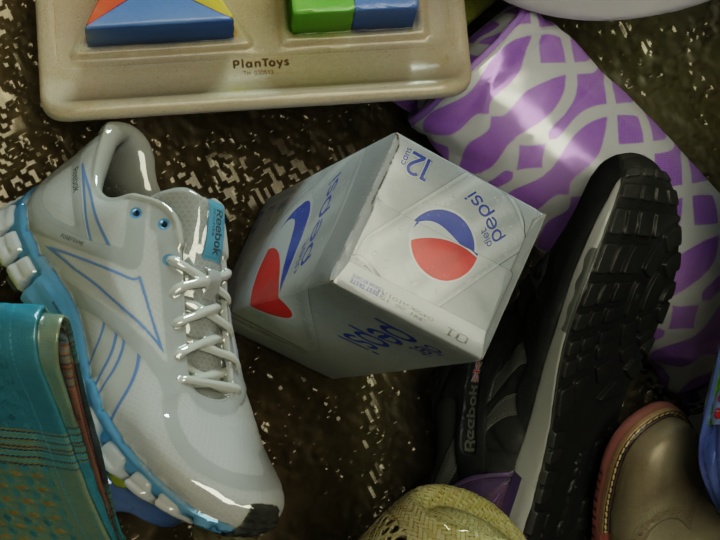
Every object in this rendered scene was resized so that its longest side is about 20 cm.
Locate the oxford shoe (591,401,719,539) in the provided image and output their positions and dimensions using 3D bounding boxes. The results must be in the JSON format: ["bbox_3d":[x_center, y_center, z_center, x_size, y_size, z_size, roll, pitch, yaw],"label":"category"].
[{"bbox_3d":[0.156,0.148,0.872,0.070,0.075,0.200,-31,121,-22],"label":"oxford shoe"}]

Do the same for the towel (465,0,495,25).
[{"bbox_3d":[0.066,-0.185,0.928,0.200,0.018,0.086,-42,94,-19],"label":"towel"}]

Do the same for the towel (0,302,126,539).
[{"bbox_3d":[-0.190,0.057,0.738,0.199,0.147,0.022,6,46,13],"label":"towel"}]

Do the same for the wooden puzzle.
[{"bbox_3d":[-0.050,-0.166,0.851,0.185,0.046,0.201,-4,74,-4],"label":"wooden puzzle"}]

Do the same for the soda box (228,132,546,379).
[{"bbox_3d":[0.000,0.000,0.807,0.068,0.200,0.064,27,78,-13],"label":"soda box"}]

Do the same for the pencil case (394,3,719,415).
[{"bbox_3d":[0.110,-0.031,0.909,0.200,0.085,0.084,47,59,-8],"label":"pencil case"}]

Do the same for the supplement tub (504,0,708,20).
[{"bbox_3d":[0.106,-0.225,0.851,0.144,0.145,0.201,2,70,-18],"label":"supplement tub"}]

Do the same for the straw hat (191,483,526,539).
[{"bbox_3d":[0.035,0.135,0.800,0.201,0.201,0.085,39,90,-11],"label":"straw hat"}]

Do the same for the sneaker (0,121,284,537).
[{"bbox_3d":[-0.078,0.016,0.788,0.087,0.075,0.200,-47,57,18],"label":"sneaker"}]

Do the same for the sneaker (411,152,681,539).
[{"bbox_3d":[0.070,0.038,0.861,0.076,0.087,0.201,1,109,-52],"label":"sneaker"}]

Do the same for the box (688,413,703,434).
[{"bbox_3d":[0.170,0.090,0.934,0.200,0.039,0.042,-38,121,-18],"label":"box"}]

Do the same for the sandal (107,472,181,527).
[{"bbox_3d":[-0.158,0.067,0.817,0.200,0.080,0.087,31,103,-4],"label":"sandal"}]

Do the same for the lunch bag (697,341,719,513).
[{"bbox_3d":[0.218,0.024,0.857,0.161,0.082,0.201,16,83,-56],"label":"lunch bag"}]
